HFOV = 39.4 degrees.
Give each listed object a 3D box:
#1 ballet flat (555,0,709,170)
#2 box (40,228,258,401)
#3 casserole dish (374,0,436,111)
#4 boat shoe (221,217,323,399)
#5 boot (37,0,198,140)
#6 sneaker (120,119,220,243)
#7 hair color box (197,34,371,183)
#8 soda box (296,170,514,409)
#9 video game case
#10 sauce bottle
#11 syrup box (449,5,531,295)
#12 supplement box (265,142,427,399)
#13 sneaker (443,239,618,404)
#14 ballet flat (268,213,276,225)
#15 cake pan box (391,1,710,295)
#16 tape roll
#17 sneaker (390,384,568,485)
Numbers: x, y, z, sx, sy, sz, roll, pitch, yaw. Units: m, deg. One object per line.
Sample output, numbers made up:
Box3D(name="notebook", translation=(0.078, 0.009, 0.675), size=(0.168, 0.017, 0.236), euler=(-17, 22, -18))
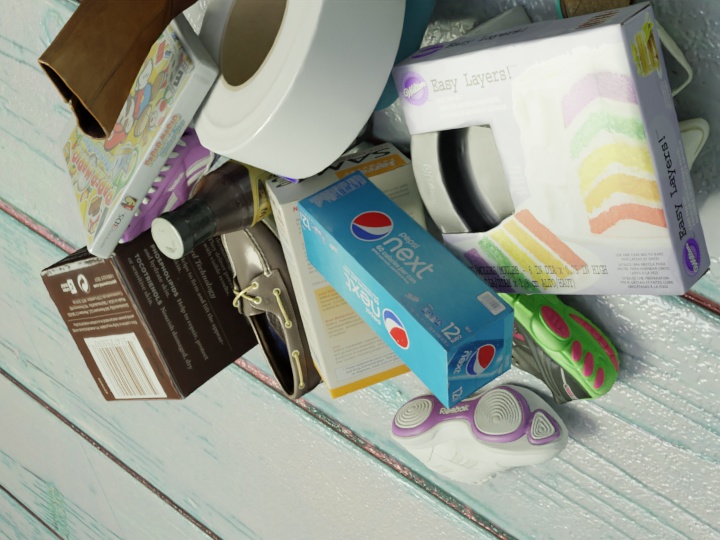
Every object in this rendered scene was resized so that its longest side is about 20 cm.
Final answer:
Box3D(name="ballet flat", translation=(0.203, -0.116, 0.714), size=(0.072, 0.068, 0.202), euler=(-15, 103, 28))
Box3D(name="box", translation=(-0.198, 0.021, 1.086), size=(0.165, 0.200, 0.166), euler=(-10, 110, 47))
Box3D(name="casserole dish", translation=(0.019, -0.212, 0.774), size=(0.121, 0.038, 0.202), euler=(46, 123, 53))
Box3D(name="boat shoe", translation=(-0.089, 0.031, 0.990), size=(0.071, 0.059, 0.202), euler=(-5, 116, 48))
Box3D(name="boot", translation=(-0.177, -0.221, 0.718), size=(0.068, 0.201, 0.189), euler=(24, 157, 12))
Box3D(name="sneaker", translation=(-0.187, -0.089, 0.897), size=(0.073, 0.114, 0.201), euler=(43, 145, 9))
Box3D(name="hair color box", translation=(-0.098, -0.158, 0.931), size=(0.199, 0.109, 0.065), euler=(26, 134, 28))
Box3D(name="soda box", translation=(0.031, 0.009, 0.778), size=(0.200, 0.064, 0.068), euler=(46, 155, 38))
Box3D(name="video game case", translation=(-0.197, -0.136, 0.857), size=(0.183, 0.023, 0.200), euler=(-55, 38, 17))
Box3D(name="sauce bottle", translation=(-0.108, -0.073, 0.931), size=(0.066, 0.200, 0.067), euler=(25, 135, 28))
Box3D(name="syrup box", translation=(0.126, -0.093, 0.783), size=(0.081, 0.079, 0.201), euler=(-25, 99, 50))
Box3D(name="supplement box", translation=(0.000, 0.000, 0.926), size=(0.074, 0.125, 0.202), euler=(-127, 22, -63))
Box3D(name="sneaker", translation=(0.133, 0.039, 0.872), size=(0.201, 0.077, 0.084), euler=(51, 136, 5))
Box3D(name="ballet flat", translation=(-0.045, 0.002, 1.027), size=(0.067, 0.067, 0.201), euler=(-16, 106, 50))
Box3D(name="cake pan box", translation=(0.125, -0.074, 0.697), size=(0.199, 0.052, 0.186), euler=(2, 116, 44))
Box3D(name="tape roll", translation=(-0.052, -0.176, 0.759), size=(0.202, 0.070, 0.205), euler=(-29, 54, 48))
Box3D(name="sneaker", translation=(0.126, 0.166, 0.990), size=(0.199, 0.075, 0.100), euler=(-5, 132, 46))
